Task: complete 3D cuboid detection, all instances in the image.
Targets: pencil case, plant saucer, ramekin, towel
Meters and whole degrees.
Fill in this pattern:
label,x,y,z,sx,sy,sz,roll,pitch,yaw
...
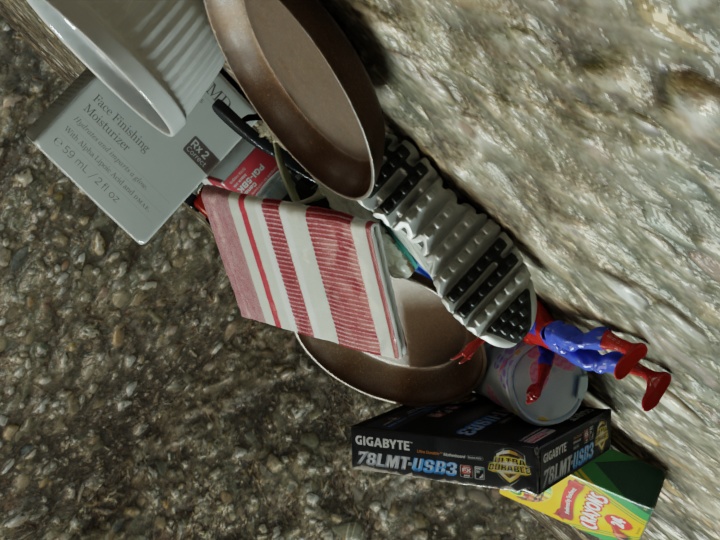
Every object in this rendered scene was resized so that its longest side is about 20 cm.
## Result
label,x,y,z,sx,sy,sz,roll,pitch,yaw
pencil case,0.148,0.095,1.031,0.090,0.084,0.200,24,178,-15
plant saucer,-0.044,-0.143,0.756,0.200,0.034,0.201,46,163,19
ramekin,-0.219,-0.236,0.992,0.200,0.105,0.200,41,172,7
plant saucer,0.029,0.056,0.996,0.197,0.037,0.202,14,139,12
towel,-0.050,-0.001,0.925,0.198,0.023,0.146,13,132,36

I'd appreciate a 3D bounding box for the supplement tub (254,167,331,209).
label,x,y,z,sx,sy,sz,roll,pitch,yaw
supplement tub,-0.041,-0.020,1.214,0.200,0.123,0.123,42,173,5

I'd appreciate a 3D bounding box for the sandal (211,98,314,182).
label,x,y,z,sx,sy,sz,roll,pitch,yaw
sandal,-0.069,-0.131,1.085,0.198,0.045,0.075,30,-176,-27

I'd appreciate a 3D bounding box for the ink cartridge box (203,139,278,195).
label,x,y,z,sx,sy,sz,roll,pitch,yaw
ink cartridge box,-0.109,-0.081,1.374,0.200,0.083,0.146,46,171,-22

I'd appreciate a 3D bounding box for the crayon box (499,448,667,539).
label,x,y,z,sx,sy,sz,roll,pitch,yaw
crayon box,0.228,0.230,1.152,0.197,0.051,0.128,21,149,18

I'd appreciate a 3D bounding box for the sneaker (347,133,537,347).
label,x,y,z,sx,sy,sz,roll,pitch,yaw
sneaker,0.070,-0.025,0.844,0.201,0.075,0.081,51,180,1

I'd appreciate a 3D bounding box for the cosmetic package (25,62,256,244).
label,x,y,z,sx,sy,sz,roll,pitch,yaw
cosmetic package,-0.252,-0.167,1.186,0.165,0.200,0.165,45,173,-22

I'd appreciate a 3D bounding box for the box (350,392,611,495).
label,x,y,z,sx,sy,sz,roll,pitch,yaw
box,0.122,0.163,1.016,0.196,0.051,0.199,0,-175,33

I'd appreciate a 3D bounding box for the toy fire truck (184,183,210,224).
label,x,y,z,sx,sy,sz,roll,pitch,yaw
toy fire truck,-0.251,-0.161,1.619,0.175,0.129,0.200,40,-178,10

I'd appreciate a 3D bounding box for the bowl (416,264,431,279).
label,x,y,z,sx,sy,sz,roll,pitch,yaw
bowl,0.051,-0.024,1.030,0.200,0.039,0.201,42,172,7

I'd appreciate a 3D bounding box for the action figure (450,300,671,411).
label,x,y,z,sx,sy,sz,roll,pitch,yaw
action figure,0.155,0.078,0.864,0.065,0.099,0.200,46,174,-26

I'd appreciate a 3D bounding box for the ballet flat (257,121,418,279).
label,x,y,z,sx,sy,sz,roll,pitch,yaw
ballet flat,-0.025,-0.066,0.913,0.202,0.071,0.072,57,175,11
